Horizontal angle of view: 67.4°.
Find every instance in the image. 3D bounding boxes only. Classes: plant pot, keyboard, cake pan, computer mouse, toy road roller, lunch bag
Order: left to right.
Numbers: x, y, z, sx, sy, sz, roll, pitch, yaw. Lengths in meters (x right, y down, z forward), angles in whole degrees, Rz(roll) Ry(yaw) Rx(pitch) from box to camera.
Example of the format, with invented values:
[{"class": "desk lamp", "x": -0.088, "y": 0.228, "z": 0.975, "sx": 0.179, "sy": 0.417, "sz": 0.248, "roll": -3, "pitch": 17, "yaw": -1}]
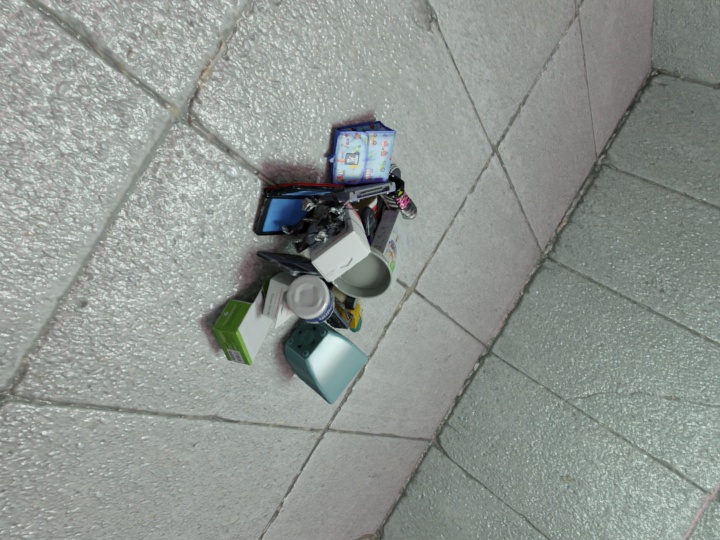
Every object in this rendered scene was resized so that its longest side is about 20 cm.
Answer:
[{"class": "plant pot", "x": -0.130, "y": 0.265, "z": 1.735, "sx": 0.197, "sy": 0.194, "sz": 0.201, "roll": -49, "pitch": 139, "yaw": -14}, {"class": "keyboard", "x": -0.094, "y": 0.118, "z": 1.671, "sx": 0.201, "sy": 0.125, "sz": 0.021, "roll": 52, "pitch": 46, "yaw": -35}, {"class": "toy road roller", "x": -0.053, "y": 0.081, "z": 1.746, "sx": 0.202, "sy": 0.120, "sz": 0.148, "roll": 93, "pitch": 16, "yaw": -53}, {"class": "lunch bag", "x": -0.011, "y": -0.329, "z": 1.523, "sx": 0.197, "sy": 0.094, "sz": 0.153, "roll": -14, "pitch": 128, "yaw": -33}, {"class": "cake pan", "x": 0.000, "y": 0.000, "z": 1.582, "sx": 0.037, "sy": 0.195, "sz": 0.203, "roll": -74, "pitch": 165, "yaw": -46}, {"class": "computer mouse", "x": 0.022, "y": -0.100, "z": 1.640, "sx": 0.059, "sy": 0.033, "sz": 0.204, "roll": -49, "pitch": 141, "yaw": -54}]

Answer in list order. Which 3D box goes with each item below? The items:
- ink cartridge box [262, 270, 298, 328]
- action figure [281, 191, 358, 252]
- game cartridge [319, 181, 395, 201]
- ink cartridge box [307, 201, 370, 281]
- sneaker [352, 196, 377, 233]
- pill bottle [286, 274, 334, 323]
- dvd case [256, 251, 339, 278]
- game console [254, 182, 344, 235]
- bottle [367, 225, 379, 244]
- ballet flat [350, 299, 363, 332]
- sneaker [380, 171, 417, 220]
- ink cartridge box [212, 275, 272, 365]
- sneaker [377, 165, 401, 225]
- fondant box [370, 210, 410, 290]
[{"class": "ink cartridge box", "x": -0.208, "y": 0.066, "z": 1.504, "sx": 0.200, "sy": 0.066, "sz": 0.119, "roll": -46, "pitch": 154, "yaw": -65}, {"class": "action figure", "x": -0.105, "y": -0.123, "z": 1.378, "sx": 0.198, "sy": 0.121, "sz": 0.102, "roll": -30, "pitch": 169, "yaw": 24}, {"class": "game cartridge", "x": -0.008, "y": -0.227, "z": 1.551, "sx": 0.198, "sy": 0.128, "sz": 0.039, "roll": -21, "pitch": 109, "yaw": -44}, {"class": "ink cartridge box", "x": -0.062, "y": -0.085, "z": 1.477, "sx": 0.145, "sy": 0.201, "sz": 0.083, "roll": -35, "pitch": 120, "yaw": 11}, {"class": "sneaker", "x": -0.013, "y": -0.142, "z": 1.667, "sx": 0.199, "sy": 0.070, "sz": 0.114, "roll": -41, "pitch": 141, "yaw": -30}, {"class": "pill bottle", "x": -0.127, "y": 0.084, "z": 1.455, "sx": 0.112, "sy": 0.110, "sz": 0.200, "roll": -54, "pitch": 170, "yaw": -7}, {"class": "dvd case", "x": -0.167, "y": -0.015, "z": 1.483, "sx": 0.198, "sy": 0.147, "sz": 0.016, "roll": 6, "pitch": 106, "yaw": -55}, {"class": "game console", "x": -0.156, "y": -0.159, "z": 1.416, "sx": 0.198, "sy": 0.170, "sz": 0.122, "roll": -9, "pitch": 96, "yaw": -51}, {"class": "bottle", "x": 0.040, "y": -0.043, "z": 1.744, "sx": 0.084, "sy": 0.064, "sz": 0.204, "roll": 65, "pitch": 29, "yaw": -61}, {"class": "ballet flat", "x": -0.012, "y": 0.134, "z": 1.904, "sx": 0.062, "sy": 0.066, "sz": 0.203, "roll": -45, "pitch": 147, "yaw": -38}, {"class": "sneaker", "x": 0.113, "y": -0.232, "z": 1.667, "sx": 0.074, "sy": 0.087, "sz": 0.200, "roll": -47, "pitch": 110, "yaw": -13}, {"class": "ink cartridge box", "x": -0.308, "y": 0.132, "z": 1.485, "sx": 0.150, "sy": 0.074, "sz": 0.202, "roll": 81, "pitch": 23, "yaw": -46}, {"class": "sneaker", "x": 0.106, "y": -0.233, "z": 1.754, "sx": 0.078, "sy": 0.079, "sz": 0.204, "roll": -10, "pitch": 123, "yaw": -49}, {"class": "fondant box", "x": 0.088, "y": -0.065, "z": 1.684, "sx": 0.203, "sy": 0.057, "sz": 0.145, "roll": -69, "pitch": 150, "yaw": -29}]
